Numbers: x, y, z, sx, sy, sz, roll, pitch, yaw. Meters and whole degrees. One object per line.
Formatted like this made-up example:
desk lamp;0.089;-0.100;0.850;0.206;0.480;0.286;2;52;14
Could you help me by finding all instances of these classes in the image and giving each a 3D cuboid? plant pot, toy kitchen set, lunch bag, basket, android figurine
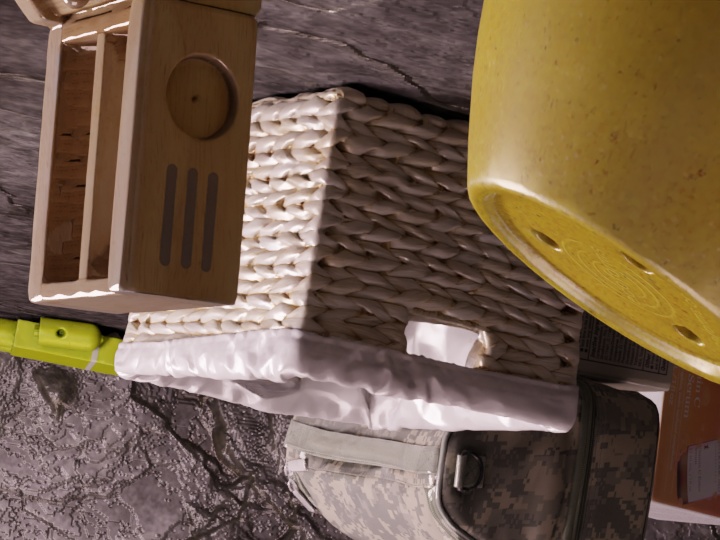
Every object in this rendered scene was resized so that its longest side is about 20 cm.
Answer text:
plant pot;0.110;-0.052;0.696;0.200;0.142;0.200;34;171;6
toy kitchen set;-0.112;-0.090;0.776;0.199;0.181;0.163;8;172;-35
lunch bag;0.064;0.126;1.568;0.167;0.140;0.200;15;174;-31
basket;0.000;0.000;1.386;0.197;0.162;0.200;13;171;-33
android figurine;-0.322;0.083;2.752;0.199;0.041;0.182;10;172;-7

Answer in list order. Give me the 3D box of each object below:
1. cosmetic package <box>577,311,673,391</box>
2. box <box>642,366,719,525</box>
cosmetic package;0.100;0.014;1.600;0.199;0.104;0.087;12;173;-21
box;0.251;0.124;2.047;0.106;0.153;0.200;1;170;37
